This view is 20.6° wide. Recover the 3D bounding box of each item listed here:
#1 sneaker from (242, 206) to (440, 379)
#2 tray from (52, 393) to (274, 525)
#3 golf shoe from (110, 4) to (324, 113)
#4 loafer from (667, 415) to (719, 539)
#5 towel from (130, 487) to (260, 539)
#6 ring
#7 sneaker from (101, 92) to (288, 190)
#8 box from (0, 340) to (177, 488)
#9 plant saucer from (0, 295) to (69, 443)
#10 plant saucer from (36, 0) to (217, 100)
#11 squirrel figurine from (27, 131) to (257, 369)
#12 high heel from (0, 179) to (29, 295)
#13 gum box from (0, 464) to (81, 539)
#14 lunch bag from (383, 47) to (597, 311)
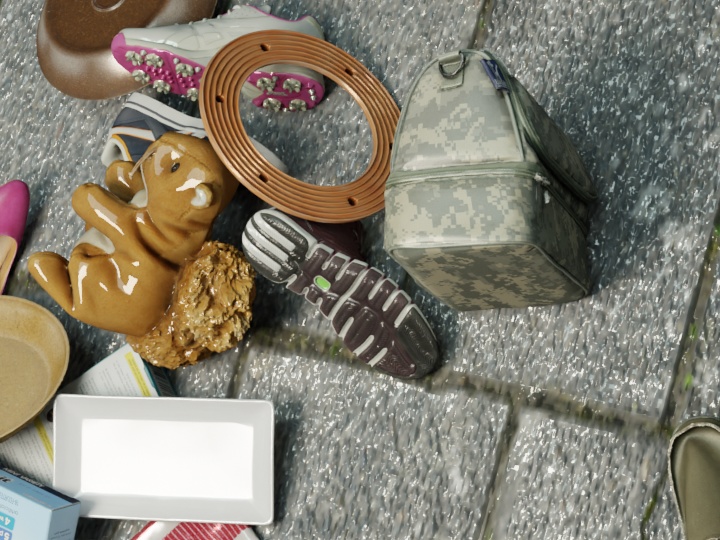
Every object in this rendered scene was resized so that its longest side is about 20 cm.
[{"bbox_3d":[0.000,0.000,1.704,0.200,0.116,0.076,41,120,-2],"label":"sneaker"},{"bbox_3d":[-0.169,0.162,1.713,0.199,0.022,0.108,1,93,12],"label":"tray"},{"bbox_3d":[-0.126,-0.203,1.814,0.199,0.075,0.092,10,66,2],"label":"golf shoe"},{"bbox_3d":[0.283,0.199,1.503,0.075,0.070,0.200,-25,64,16],"label":"loafer"},{"bbox_3d":[-0.131,0.288,1.694,0.144,0.023,0.200,-42,61,6],"label":"towel"},{"bbox_3d":[-0.049,-0.124,1.719,0.019,0.200,0.201,-49,51,48],"label":"ring"},{"bbox_3d":[-0.154,-0.096,1.801,0.200,0.078,0.080,21,74,40],"label":"sneaker"},{"bbox_3d":[-0.257,0.154,1.781,0.200,0.049,0.082,-34,63,11],"label":"box"},{"bbox_3d":[-0.352,0.102,1.764,0.199,0.036,0.201,-7,41,6],"label":"plant saucer"},{"bbox_3d":[-0.231,-0.255,1.891,0.200,0.037,0.201,-13,56,20],"label":"plant saucer"},{"bbox_3d":[-0.157,-0.019,1.726,0.187,0.141,0.200,-42,85,25],"label":"squirrel figurine"},{"bbox_3d":[-0.348,0.017,1.854,0.096,0.067,0.200,36,95,40],"label":"high heel"},{"bbox_3d":[-0.340,0.269,1.745,0.170,0.045,0.201,20,105,28],"label":"gum box"},{"bbox_3d":[0.107,-0.072,1.602,0.139,0.200,0.168,-6,72,22],"label":"lunch bag"}]
